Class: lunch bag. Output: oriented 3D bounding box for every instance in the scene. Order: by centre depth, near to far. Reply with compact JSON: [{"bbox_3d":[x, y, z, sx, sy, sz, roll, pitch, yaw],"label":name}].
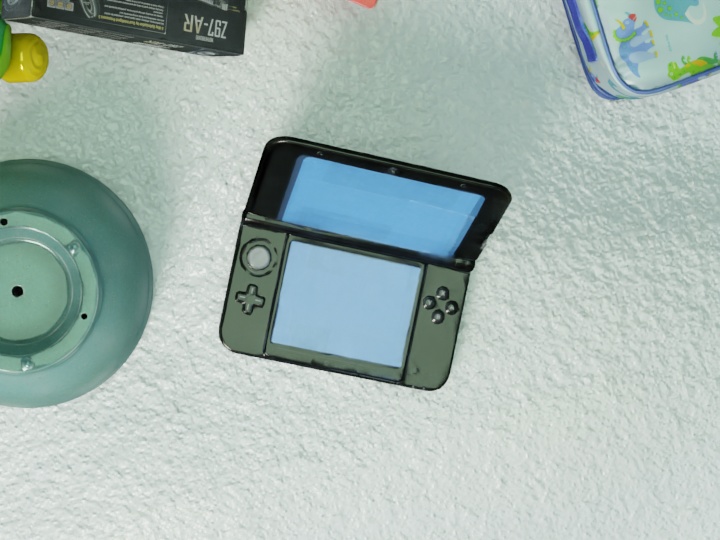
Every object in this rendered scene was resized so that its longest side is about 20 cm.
[{"bbox_3d":[0.240,-0.250,1.235,0.160,0.082,0.201,-21,95,-8],"label":"lunch bag"}]

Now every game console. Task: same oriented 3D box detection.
[{"bbox_3d":[0.000,0.000,1.190,0.198,0.116,0.177,12,90,-9],"label":"game console"}]

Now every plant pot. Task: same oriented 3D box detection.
[{"bbox_3d":[-0.258,0.014,1.142,0.198,0.134,0.202,0,93,-9],"label":"plant pot"}]

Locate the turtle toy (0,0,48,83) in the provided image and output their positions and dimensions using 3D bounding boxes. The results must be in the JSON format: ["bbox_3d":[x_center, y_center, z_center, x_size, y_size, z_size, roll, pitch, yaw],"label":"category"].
[{"bbox_3d":[-0.316,-0.180,1.118,0.145,0.200,0.102,0,125,22],"label":"turtle toy"}]

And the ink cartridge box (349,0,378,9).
[{"bbox_3d":[-0.009,-0.319,1.201,0.115,0.067,0.201,21,89,-8],"label":"ink cartridge box"}]

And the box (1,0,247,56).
[{"bbox_3d":[-0.171,-0.257,1.138,0.199,0.043,0.162,2,93,-43],"label":"box"}]
